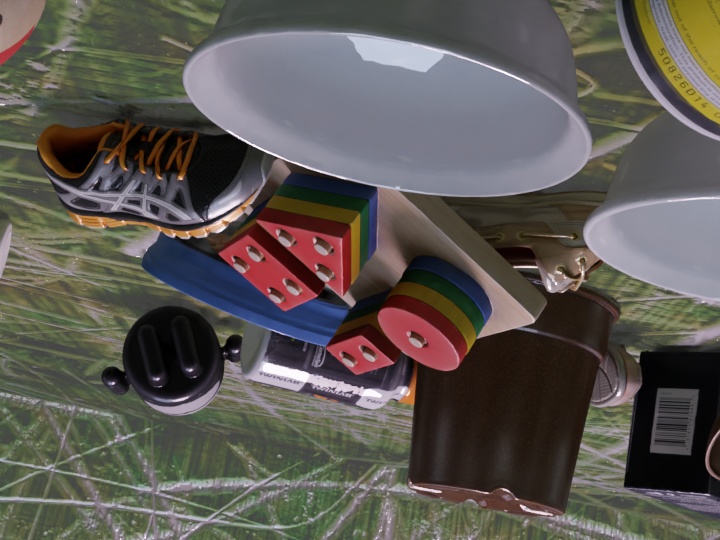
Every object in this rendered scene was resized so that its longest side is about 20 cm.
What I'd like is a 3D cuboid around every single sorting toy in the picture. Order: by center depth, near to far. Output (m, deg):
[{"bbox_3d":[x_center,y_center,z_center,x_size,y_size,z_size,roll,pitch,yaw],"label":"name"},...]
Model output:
[{"bbox_3d":[0.000,0.000,0.962,0.200,0.070,0.198,42,155,-12],"label":"sorting toy"}]

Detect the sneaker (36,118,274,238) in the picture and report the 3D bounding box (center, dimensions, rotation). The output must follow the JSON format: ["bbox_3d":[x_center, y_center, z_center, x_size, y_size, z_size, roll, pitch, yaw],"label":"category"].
[{"bbox_3d":[-0.154,-0.074,0.965,0.198,0.079,0.077,-3,143,27],"label":"sneaker"}]

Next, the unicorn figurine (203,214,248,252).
[{"bbox_3d":[-0.027,-0.014,1.129,0.199,0.074,0.137,21,175,37],"label":"unicorn figurine"}]

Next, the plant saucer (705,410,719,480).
[{"bbox_3d":[0.410,0.130,1.245,0.198,0.037,0.201,-14,142,-11],"label":"plant saucer"}]

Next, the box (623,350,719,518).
[{"bbox_3d":[0.378,0.178,1.385,0.104,0.150,0.199,-3,160,45],"label":"box"}]

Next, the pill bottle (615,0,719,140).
[{"bbox_3d":[0.179,-0.119,0.443,0.111,0.113,0.200,15,166,-16],"label":"pill bottle"}]

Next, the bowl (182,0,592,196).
[{"bbox_3d":[0.019,-0.111,0.641,0.199,0.091,0.201,10,167,2],"label":"bowl"}]

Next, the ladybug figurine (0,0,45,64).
[{"bbox_3d":[-0.259,-0.147,0.753,0.135,0.073,0.199,21,163,-36],"label":"ladybug figurine"}]

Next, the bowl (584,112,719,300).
[{"bbox_3d":[0.224,-0.048,0.703,0.199,0.091,0.201,10,166,3],"label":"bowl"}]

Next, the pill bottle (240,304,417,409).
[{"bbox_3d":[-0.022,0.089,1.433,0.198,0.107,0.106,16,165,-18],"label":"pill bottle"}]

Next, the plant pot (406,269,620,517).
[{"bbox_3d":[0.131,0.119,1.243,0.198,0.200,0.200,11,166,3],"label":"plant pot"}]

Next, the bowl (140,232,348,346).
[{"bbox_3d":[-0.101,0.014,1.210,0.199,0.040,0.201,22,-176,-1],"label":"bowl"}]

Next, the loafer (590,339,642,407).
[{"bbox_3d":[0.256,0.106,1.387,0.062,0.073,0.200,1,175,-13],"label":"loafer"}]

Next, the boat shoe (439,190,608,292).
[{"bbox_3d":[0.141,-0.017,0.959,0.198,0.070,0.074,5,165,22],"label":"boat shoe"}]

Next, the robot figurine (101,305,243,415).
[{"bbox_3d":[-0.232,0.117,1.657,0.149,0.126,0.200,23,166,3],"label":"robot figurine"}]

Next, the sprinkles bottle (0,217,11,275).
[{"bbox_3d":[-0.457,-0.040,1.334,0.198,0.069,0.068,13,166,-8],"label":"sprinkles bottle"}]
